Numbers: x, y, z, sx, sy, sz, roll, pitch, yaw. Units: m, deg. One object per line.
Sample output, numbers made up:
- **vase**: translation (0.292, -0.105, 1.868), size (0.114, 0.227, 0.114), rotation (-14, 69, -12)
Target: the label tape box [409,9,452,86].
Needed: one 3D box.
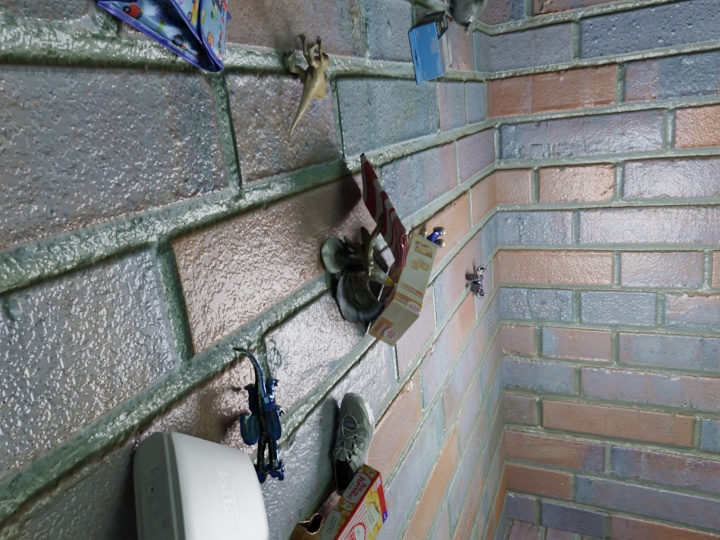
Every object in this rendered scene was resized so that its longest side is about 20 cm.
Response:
- **label tape box**: translation (0.205, -0.636, 1.545), size (0.202, 0.061, 0.148), rotation (-60, 142, -47)

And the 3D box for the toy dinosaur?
- **toy dinosaur**: translation (-0.085, -0.335, 0.931), size (0.102, 0.056, 0.205), rotation (61, 38, -49)

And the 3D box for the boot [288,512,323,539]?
- **boot**: translation (-0.115, 0.449, 0.788), size (0.205, 0.067, 0.189), rotation (-63, 161, -14)

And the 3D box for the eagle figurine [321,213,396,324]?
- **eagle figurine**: translation (0.005, 0.005, 1.098), size (0.149, 0.153, 0.201), rotation (-31, 164, -16)

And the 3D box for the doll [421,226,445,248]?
- **doll**: translation (0.188, -0.055, 1.543), size (0.200, 0.047, 0.141), rotation (-48, 142, -47)

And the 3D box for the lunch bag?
- **lunch bag**: translation (-0.212, -0.347, 0.646), size (0.200, 0.090, 0.157), rotation (14, 76, -77)

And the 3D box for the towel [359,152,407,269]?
- **towel**: translation (0.043, -0.117, 1.097), size (0.145, 0.022, 0.204), rotation (85, -18, -62)

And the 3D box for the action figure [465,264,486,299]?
- **action figure**: translation (0.468, 0.048, 2.137), size (0.199, 0.067, 0.136), rotation (-9, 94, -68)

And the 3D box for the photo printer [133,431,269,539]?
- **photo printer**: translation (-0.182, 0.298, 0.660), size (0.200, 0.068, 0.170), rotation (49, 17, -55)

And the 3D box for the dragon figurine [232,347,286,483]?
- **dragon figurine**: translation (-0.142, 0.212, 0.781), size (0.100, 0.056, 0.207), rotation (-103, -173, -62)

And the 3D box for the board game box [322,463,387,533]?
- **board game box**: translation (-0.022, 0.506, 1.045), size (0.200, 0.045, 0.156), rotation (-46, 139, -38)

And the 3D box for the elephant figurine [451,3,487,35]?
- **elephant figurine**: translation (0.314, -0.900, 1.733), size (0.141, 0.156, 0.200), rotation (-42, 134, 3)

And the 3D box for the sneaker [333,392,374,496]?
- **sneaker**: translation (-0.017, 0.349, 1.079), size (0.081, 0.072, 0.209), rotation (-13, 103, -66)

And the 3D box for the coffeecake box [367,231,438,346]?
- **coffeecake box**: translation (0.098, 0.044, 1.236), size (0.155, 0.071, 0.204), rotation (-57, -170, 52)
